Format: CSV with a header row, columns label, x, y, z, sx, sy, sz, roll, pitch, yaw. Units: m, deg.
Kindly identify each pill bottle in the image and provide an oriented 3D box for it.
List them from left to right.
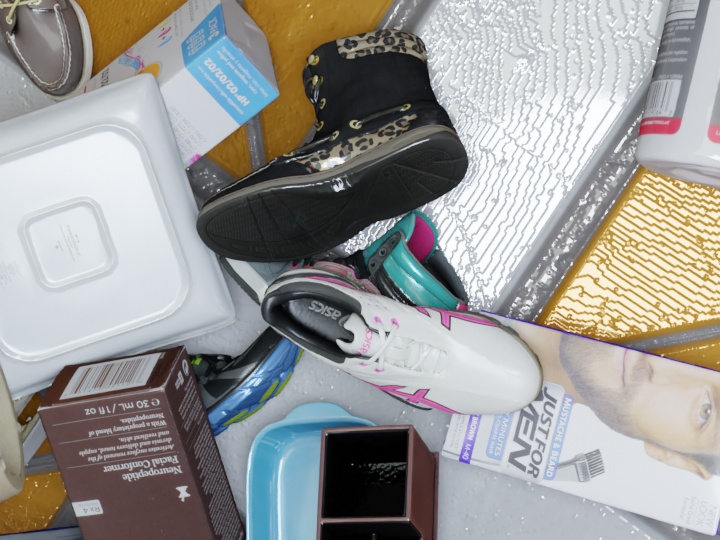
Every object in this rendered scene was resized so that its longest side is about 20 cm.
label,x,y,z,sx,sy,sz,roll,pitch,yaw
pill bottle,0.261,-0.158,1.096,0.111,0.111,0.200,13,88,22

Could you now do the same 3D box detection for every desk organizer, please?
label,x,y,z,sx,sy,sz,roll,pitch,yaw
desk organizer,0.009,0.210,1.097,0.072,0.077,0.200,-3,66,13

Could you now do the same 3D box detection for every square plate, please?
label,x,y,z,sx,sy,sz,roll,pitch,yaw
square plate,-0.212,-0.020,1.179,0.198,0.028,0.200,-19,103,-6

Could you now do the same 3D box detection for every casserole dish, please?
label,x,y,z,sx,sy,sz,roll,pitch,yaw
casserole dish,-0.023,0.199,1.198,0.121,0.039,0.200,-5,80,21

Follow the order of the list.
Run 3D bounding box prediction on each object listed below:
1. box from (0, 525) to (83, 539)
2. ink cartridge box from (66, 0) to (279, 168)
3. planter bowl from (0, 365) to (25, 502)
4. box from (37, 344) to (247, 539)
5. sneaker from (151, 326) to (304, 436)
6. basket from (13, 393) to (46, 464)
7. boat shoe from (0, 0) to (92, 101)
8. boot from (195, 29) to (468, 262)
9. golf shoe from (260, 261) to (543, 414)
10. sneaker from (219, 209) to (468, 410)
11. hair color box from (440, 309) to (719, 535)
label,x,y,z,sx,sy,sz,roll,pitch,yaw
box,-0.290,0.284,1.212,0.200,0.184,0.105,-33,75,14
ink cartridge box,-0.164,-0.122,1.249,0.200,0.068,0.115,-37,30,13
planter bowl,-0.313,0.114,1.120,0.135,0.200,0.200,-16,77,-2
box,-0.154,0.164,1.182,0.100,0.075,0.200,-11,113,13
sneaker,-0.130,0.090,1.236,0.200,0.071,0.083,-31,79,18
basket,-0.336,0.056,1.292,0.200,0.123,0.136,40,99,20
boat shoe,-0.281,-0.234,1.342,0.072,0.060,0.200,-24,75,16
boot,-0.026,-0.094,1.183,0.200,0.073,0.151,-22,42,13
golf shoe,0.024,0.055,1.099,0.200,0.092,0.073,19,104,17
sneaker,0.000,0.000,1.189,0.200,0.084,0.121,34,100,15
hair color box,0.168,0.105,1.124,0.200,0.065,0.109,14,88,21
